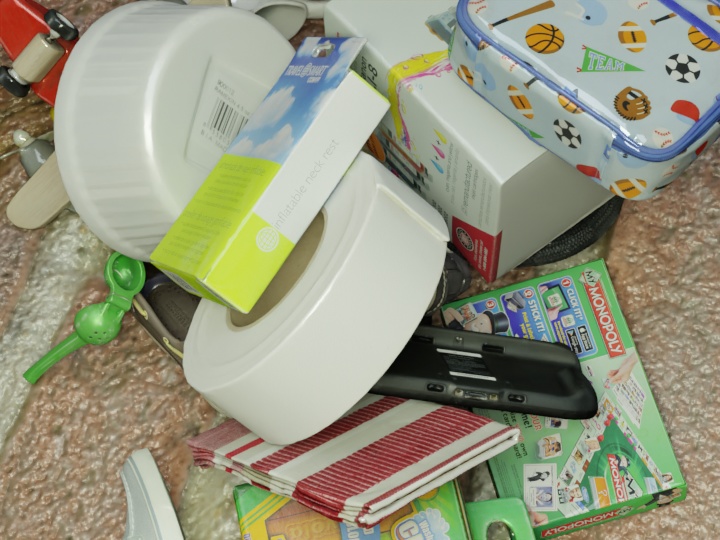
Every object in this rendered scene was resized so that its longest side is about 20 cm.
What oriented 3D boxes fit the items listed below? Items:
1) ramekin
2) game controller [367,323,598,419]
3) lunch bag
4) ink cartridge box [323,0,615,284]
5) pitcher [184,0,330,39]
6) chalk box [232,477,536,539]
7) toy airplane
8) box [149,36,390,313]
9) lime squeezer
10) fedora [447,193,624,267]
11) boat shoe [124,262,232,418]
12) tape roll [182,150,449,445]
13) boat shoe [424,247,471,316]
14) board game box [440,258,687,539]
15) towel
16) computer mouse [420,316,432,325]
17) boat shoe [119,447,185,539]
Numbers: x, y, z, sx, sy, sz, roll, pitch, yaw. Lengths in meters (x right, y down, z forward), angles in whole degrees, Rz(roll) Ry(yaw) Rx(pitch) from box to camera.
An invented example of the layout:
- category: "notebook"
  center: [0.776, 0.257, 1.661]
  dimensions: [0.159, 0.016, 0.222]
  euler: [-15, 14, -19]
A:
- category: "ramekin"
  center: [-0.124, -0.106, 1.468]
  dimensions: [0.097, 0.201, 0.201]
  euler: [2, 55, 45]
- category: "game controller"
  center: [0.071, 0.072, 1.394]
  dimensions: [0.199, 0.042, 0.104]
  euler: [8, 26, -13]
- category: "lunch bag"
  center: [0.165, -0.154, 1.313]
  dimensions: [0.200, 0.076, 0.160]
  euler: [41, 66, 17]
- category: "ink cartridge box"
  center: [0.087, -0.129, 1.423]
  dimensions: [0.144, 0.146, 0.200]
  euler: [-35, 66, -17]
- category: "pitcher"
  center: [-0.115, -0.273, 1.675]
  dimensions: [0.171, 0.121, 0.200]
  euler: [-27, 70, -24]
- category: "chalk box"
  center: [0.025, 0.205, 1.361]
  dimensions: [0.199, 0.124, 0.125]
  euler: [-15, 59, 0]
- category: "toy airplane"
  center: [-0.199, -0.135, 1.591]
  dimensions: [0.198, 0.201, 0.141]
  euler: [-4, 18, -3]
- category: "box"
  center: [-0.059, -0.070, 1.358]
  dimensions: [0.201, 0.048, 0.122]
  euler: [-55, 23, -8]
- category: "lime squeezer"
  center: [-0.194, 0.014, 1.506]
  dimensions: [0.038, 0.071, 0.201]
  euler: [28, 96, -20]
- category: "fedora"
  center: [0.107, -0.066, 1.525]
  dimensions: [0.199, 0.092, 0.202]
  euler: [0, 62, 0]
- category: "boat shoe"
  center: [-0.112, 0.051, 1.486]
  dimensions: [0.072, 0.060, 0.200]
  euler: [-42, 50, -13]
- category: "tape roll"
  center: [-0.032, 0.016, 1.334]
  dimensions: [0.071, 0.202, 0.203]
  euler: [38, 64, -21]
- category: "boat shoe"
  center: [0.000, 0.000, 1.471]
  dimensions: [0.062, 0.073, 0.199]
  euler: [-9, 12, -42]
- category: "board game box"
  center: [0.149, 0.097, 1.462]
  dimensions: [0.134, 0.029, 0.201]
  euler: [-15, 59, -2]
- category: "towel"
  center: [-0.007, 0.120, 1.336]
  dimensions: [0.144, 0.023, 0.199]
  euler: [-25, 24, -35]
- category: "computer mouse"
  center: [0.004, 0.071, 1.483]
  dimensions: [0.138, 0.053, 0.201]
  euler: [-1, 59, 33]
- category: "boat shoe"
  center: [-0.155, 0.224, 1.408]
  dimensions: [0.071, 0.070, 0.202]
  euler: [-15, 62, -6]
